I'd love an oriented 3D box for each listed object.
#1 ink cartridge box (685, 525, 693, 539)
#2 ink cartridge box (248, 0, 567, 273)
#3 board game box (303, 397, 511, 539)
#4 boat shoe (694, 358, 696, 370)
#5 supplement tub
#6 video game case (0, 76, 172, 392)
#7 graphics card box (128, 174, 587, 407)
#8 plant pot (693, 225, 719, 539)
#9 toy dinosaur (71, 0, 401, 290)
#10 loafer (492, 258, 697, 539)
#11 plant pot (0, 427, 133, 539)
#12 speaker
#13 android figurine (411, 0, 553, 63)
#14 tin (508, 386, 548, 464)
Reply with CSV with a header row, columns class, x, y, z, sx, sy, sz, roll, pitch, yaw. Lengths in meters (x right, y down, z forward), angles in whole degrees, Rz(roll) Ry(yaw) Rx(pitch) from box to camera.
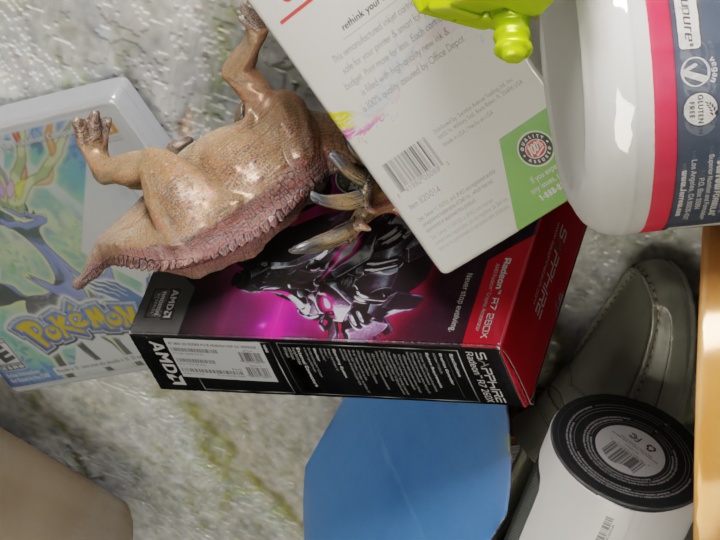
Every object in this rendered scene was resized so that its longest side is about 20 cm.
class,x,y,z,sx,sy,sz,roll,pitch,yaw
ink cartridge box,0.244,0.159,1.381,0.200,0.125,0.129,-7,131,31
ink cartridge box,0.030,-0.113,1.210,0.117,0.067,0.200,-32,95,44
board game box,0.037,0.112,1.412,0.039,0.158,0.200,8,127,-30
boat shoe,0.253,0.061,1.298,0.200,0.074,0.067,-7,91,43
supplement tub,0.178,-0.090,1.090,0.199,0.141,0.141,-6,137,-4
video game case,-0.157,-0.014,1.470,0.200,0.022,0.182,-10,129,34
graphics card box,0.000,0.000,1.327,0.200,0.126,0.051,1,142,26
plant pot,0.214,0.060,1.169,0.140,0.200,0.200,1,136,10
toy dinosaur,-0.055,-0.036,1.294,0.200,0.136,0.086,-33,147,4
loafer,0.111,0.082,1.368,0.070,0.070,0.200,6,119,-23
plant pot,-0.233,0.169,1.598,0.173,0.200,0.200,18,142,-18
speaker,0.101,0.160,1.335,0.081,0.081,0.200,21,127,4
android figurine,0.060,-0.176,1.058,0.041,0.200,0.182,12,144,-26
tin,0.071,0.117,1.490,0.200,0.042,0.112,-7,135,31
